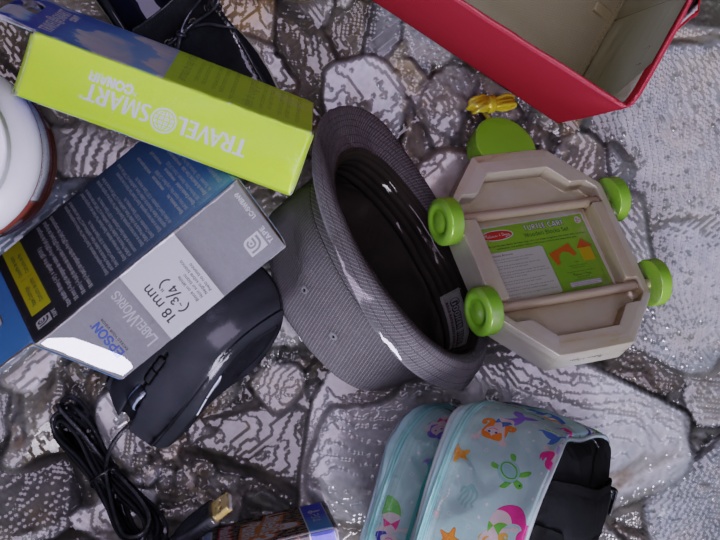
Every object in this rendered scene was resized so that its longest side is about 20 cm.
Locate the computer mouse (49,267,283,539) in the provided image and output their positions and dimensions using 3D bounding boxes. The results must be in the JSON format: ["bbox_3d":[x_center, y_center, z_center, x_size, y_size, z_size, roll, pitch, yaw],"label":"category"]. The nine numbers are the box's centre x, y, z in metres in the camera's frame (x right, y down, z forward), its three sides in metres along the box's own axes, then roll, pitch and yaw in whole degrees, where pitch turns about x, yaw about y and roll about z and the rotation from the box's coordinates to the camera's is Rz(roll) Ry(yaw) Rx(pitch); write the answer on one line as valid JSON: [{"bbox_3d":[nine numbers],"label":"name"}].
[{"bbox_3d":[-0.117,0.094,1.046,0.200,0.046,0.141,-40,73,18],"label":"computer mouse"}]

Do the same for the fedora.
[{"bbox_3d":[0.000,0.000,1.069,0.090,0.177,0.201,-30,95,25],"label":"fedora"}]

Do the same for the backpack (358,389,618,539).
[{"bbox_3d":[0.081,0.170,1.048,0.150,0.200,0.179,17,91,13],"label":"backpack"}]

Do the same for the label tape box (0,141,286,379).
[{"bbox_3d":[-0.162,0.001,1.037,0.200,0.144,0.063,-39,121,-3],"label":"label tape box"}]

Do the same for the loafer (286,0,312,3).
[{"bbox_3d":[-0.098,-0.242,1.053,0.199,0.069,0.076,24,134,-36],"label":"loafer"}]

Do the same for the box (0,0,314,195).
[{"bbox_3d":[-0.128,-0.112,0.999,0.199,0.122,0.048,20,104,-7],"label":"box"}]

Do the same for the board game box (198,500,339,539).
[{"bbox_3d":[-0.098,0.262,1.081,0.198,0.097,0.161,-12,94,-6],"label":"board game box"}]

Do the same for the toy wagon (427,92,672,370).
[{"bbox_3d":[0.120,-0.030,1.096,0.154,0.040,0.201,-8,63,-29],"label":"toy wagon"}]

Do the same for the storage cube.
[{"bbox_3d":[0.123,-0.217,1.046,0.199,0.180,0.172,32,89,-6],"label":"storage cube"}]

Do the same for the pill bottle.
[{"bbox_3d":[-0.251,-0.072,0.999,0.111,0.200,0.113,0,92,-6],"label":"pill bottle"}]

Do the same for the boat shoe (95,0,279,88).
[{"bbox_3d":[-0.126,-0.164,1.080,0.074,0.062,0.200,-40,97,-5],"label":"boat shoe"}]
